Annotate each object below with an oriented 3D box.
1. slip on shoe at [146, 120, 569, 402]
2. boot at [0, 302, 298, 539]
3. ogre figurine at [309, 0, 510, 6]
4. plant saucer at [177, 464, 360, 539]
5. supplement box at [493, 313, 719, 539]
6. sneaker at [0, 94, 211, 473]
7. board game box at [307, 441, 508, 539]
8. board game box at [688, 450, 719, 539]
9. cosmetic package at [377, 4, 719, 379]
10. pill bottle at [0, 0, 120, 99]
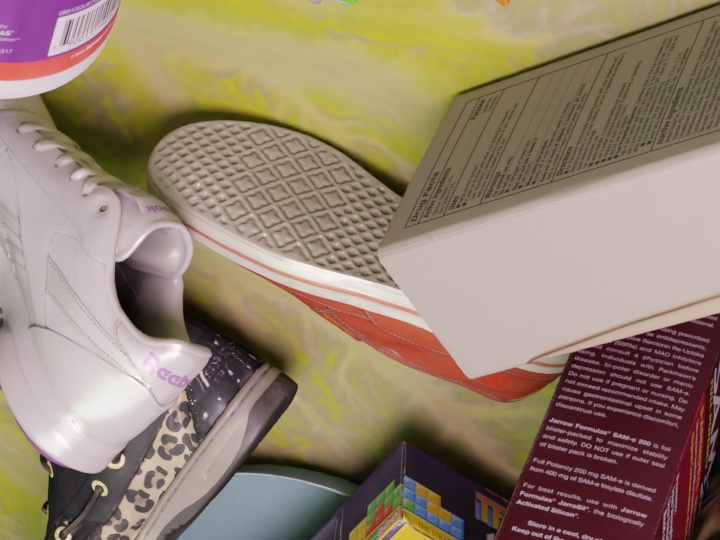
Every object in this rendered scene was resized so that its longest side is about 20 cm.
[{"bbox_3d":[0.000,0.000,1.189,0.199,0.074,0.061,24,140,-3],"label":"slip on shoe"},{"bbox_3d":[-0.139,0.068,1.298,0.154,0.074,0.204,43,122,-2],"label":"boot"},{"bbox_3d":[0.029,-0.162,1.004,0.098,0.199,0.120,50,171,46],"label":"ogre figurine"},{"bbox_3d":[-0.019,0.163,1.377,0.199,0.027,0.201,13,134,14],"label":"plant saucer"},{"bbox_3d":[0.101,0.092,1.127,0.060,0.201,0.109,12,135,13],"label":"supplement box"},{"bbox_3d":[-0.116,-0.020,1.175,0.099,0.201,0.075,-35,153,25],"label":"sneaker"},{"bbox_3d":[0.027,0.190,1.307,0.165,0.057,0.200,32,123,-18],"label":"board game box"},{"bbox_3d":[0.199,0.041,1.080,0.028,0.136,0.200,35,135,-8],"label":"board game box"},{"bbox_3d":[0.115,-0.037,1.073,0.199,0.104,0.073,-17,122,38],"label":"cosmetic package"},{"bbox_3d":[-0.129,-0.167,1.065,0.112,0.113,0.201,25,136,3],"label":"pill bottle"}]
